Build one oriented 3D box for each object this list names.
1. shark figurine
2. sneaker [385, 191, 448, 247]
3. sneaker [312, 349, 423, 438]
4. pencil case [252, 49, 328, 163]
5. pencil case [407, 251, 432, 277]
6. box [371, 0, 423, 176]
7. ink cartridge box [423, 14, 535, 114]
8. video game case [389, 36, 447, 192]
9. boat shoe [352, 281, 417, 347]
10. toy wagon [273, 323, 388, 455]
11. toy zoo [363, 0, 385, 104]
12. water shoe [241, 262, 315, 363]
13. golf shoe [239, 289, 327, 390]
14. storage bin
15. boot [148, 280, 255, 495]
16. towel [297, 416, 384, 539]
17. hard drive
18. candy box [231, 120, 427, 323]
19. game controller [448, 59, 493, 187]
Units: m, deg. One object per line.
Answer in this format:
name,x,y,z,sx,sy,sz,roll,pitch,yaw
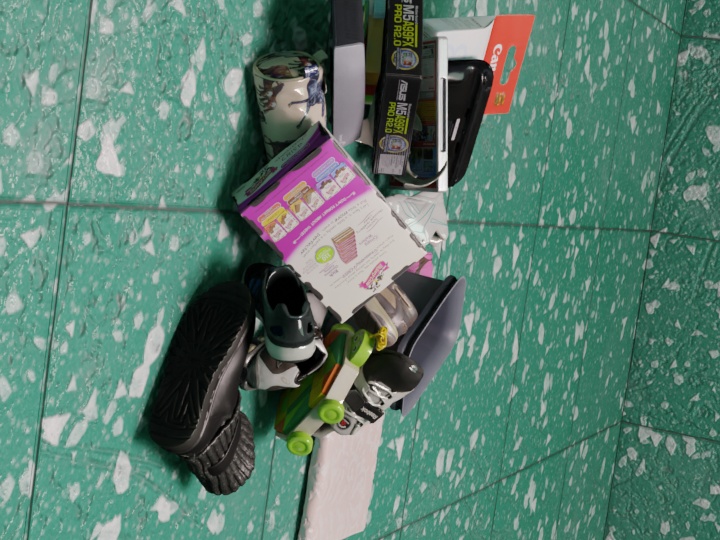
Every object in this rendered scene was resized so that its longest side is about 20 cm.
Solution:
shark figurine,0.031,-0.167,1.821,0.128,0.089,0.216,-55,-138,47
sneaker,0.057,-0.062,1.885,0.199,0.070,0.081,-13,82,-46
sneaker,0.004,0.164,1.719,0.074,0.200,0.089,37,52,-17
pencil case,-0.070,-0.155,1.607,0.078,0.089,0.202,-112,-166,-59
pencil case,0.054,0.063,1.977,0.090,0.094,0.202,2,101,-21
box,0.045,-0.236,1.668,0.201,0.044,0.162,98,-4,-58
ink cartridge box,0.157,-0.273,1.922,0.198,0.047,0.161,-8,128,-30
video game case,0.076,-0.208,1.847,0.017,0.143,0.202,-3,96,-26
boat shoe,0.000,0.000,1.736,0.073,0.201,0.074,-31,177,-25
toy wagon,-0.038,0.130,1.698,0.200,0.039,0.156,-48,-160,33
toy zoo,0.015,-0.292,1.703,0.200,0.020,0.133,117,-24,-84
water shoe,-0.086,0.025,1.546,0.200,0.071,0.080,-123,-146,-57
golf shoe,-0.072,0.093,1.694,0.200,0.094,0.078,-50,141,-51
storage bin,0.040,0.086,1.843,0.200,0.133,0.147,-49,152,-47
boot,-0.154,0.133,1.544,0.213,0.079,0.158,-66,150,-17
towel,-0.026,0.283,1.944,0.191,0.032,0.202,3,97,-67
hard drive,-0.018,-0.249,1.634,0.201,0.042,0.136,93,-4,-61
candy box,-0.035,-0.054,1.591,0.136,0.061,0.200,-38,121,5
game controller,0.119,-0.199,1.900,0.103,0.042,0.201,-1,126,-23
